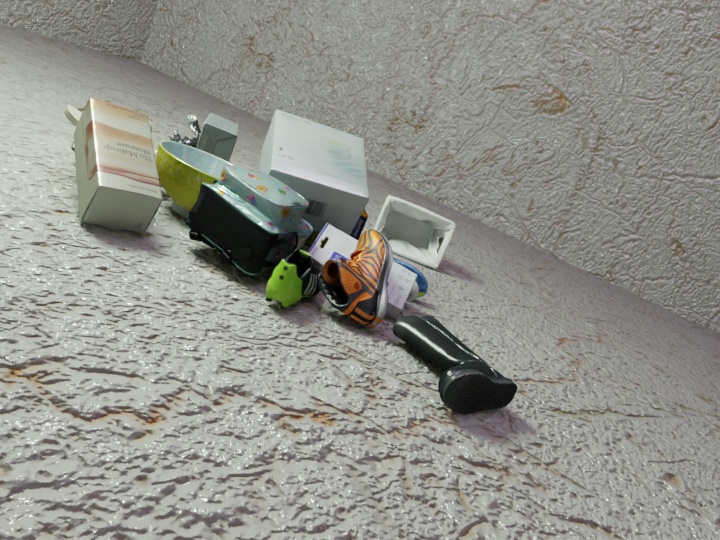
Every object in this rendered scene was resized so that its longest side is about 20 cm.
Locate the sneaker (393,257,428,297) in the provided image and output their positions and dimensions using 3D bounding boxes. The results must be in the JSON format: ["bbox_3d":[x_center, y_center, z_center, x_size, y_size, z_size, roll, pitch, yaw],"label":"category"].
[{"bbox_3d":[0.054,-0.007,1.251,0.198,0.071,0.083,24,21,13],"label":"sneaker"}]

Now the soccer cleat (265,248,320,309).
[{"bbox_3d":[-0.095,0.004,0.966,0.067,0.082,0.200,25,13,6],"label":"soccer cleat"}]

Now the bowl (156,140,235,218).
[{"bbox_3d":[-0.305,-0.156,1.139,0.199,0.108,0.200,25,14,-7],"label":"bowl"}]

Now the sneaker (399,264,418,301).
[{"bbox_3d":[0.017,0.015,1.166,0.199,0.075,0.100,28,38,8],"label":"sneaker"}]

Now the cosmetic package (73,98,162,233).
[{"bbox_3d":[-0.389,-0.167,0.951,0.103,0.087,0.201,9,47,-41],"label":"cosmetic package"}]

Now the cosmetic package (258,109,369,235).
[{"bbox_3d":[-0.098,-0.195,1.204,0.198,0.123,0.201,14,43,-19],"label":"cosmetic package"}]

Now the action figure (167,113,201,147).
[{"bbox_3d":[-0.440,-0.328,1.521,0.103,0.118,0.200,58,12,1],"label":"action figure"}]

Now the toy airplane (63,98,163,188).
[{"bbox_3d":[-0.442,-0.229,1.120,0.199,0.141,0.200,41,-1,-8],"label":"toy airplane"}]

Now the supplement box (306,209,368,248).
[{"bbox_3d":[-0.097,-0.120,1.331,0.199,0.110,0.110,20,16,-13],"label":"supplement box"}]

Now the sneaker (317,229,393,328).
[{"bbox_3d":[-0.008,-0.009,0.999,0.112,0.077,0.201,29,40,-29],"label":"sneaker"}]

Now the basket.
[{"bbox_3d":[0.137,-0.110,1.608,0.199,0.136,0.123,22,11,-5],"label":"basket"}]

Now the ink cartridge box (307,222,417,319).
[{"bbox_3d":[0.000,0.000,1.095,0.199,0.039,0.100,31,48,0],"label":"ink cartridge box"}]

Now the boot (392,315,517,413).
[{"bbox_3d":[0.118,0.127,0.900,0.164,0.066,0.200,21,16,-44],"label":"boot"}]

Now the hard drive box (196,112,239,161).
[{"bbox_3d":[-0.342,-0.268,1.379,0.076,0.157,0.200,19,17,-17],"label":"hard drive box"}]

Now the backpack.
[{"bbox_3d":[-0.176,-0.086,1.024,0.175,0.154,0.200,32,6,15],"label":"backpack"}]
